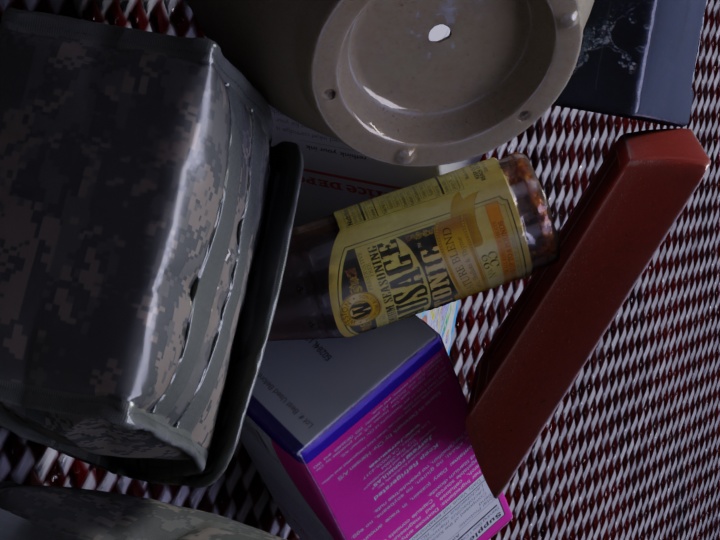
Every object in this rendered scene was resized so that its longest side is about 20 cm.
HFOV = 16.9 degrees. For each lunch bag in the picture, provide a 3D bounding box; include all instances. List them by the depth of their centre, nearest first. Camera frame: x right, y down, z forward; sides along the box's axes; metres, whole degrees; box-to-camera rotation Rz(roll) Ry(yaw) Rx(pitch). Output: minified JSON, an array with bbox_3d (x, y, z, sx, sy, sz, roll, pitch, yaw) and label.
[{"bbox_3d":[-0.097,0.000,1.056,0.200,0.117,0.165,49,54,-72],"label":"lunch bag"},{"bbox_3d":[-0.084,0.166,1.120,0.118,0.163,0.200,-70,157,-13],"label":"lunch bag"}]

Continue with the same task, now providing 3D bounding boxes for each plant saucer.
[{"bbox_3d":[0.113,0.009,1.284,0.200,0.037,0.200,-58,180,10],"label":"plant saucer"}]

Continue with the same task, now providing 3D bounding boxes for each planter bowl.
[{"bbox_3d":[0.020,-0.131,1.044,0.135,0.199,0.201,-109,-173,-47],"label":"planter bowl"}]

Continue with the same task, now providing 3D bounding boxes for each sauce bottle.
[{"bbox_3d":[0.000,0.000,1.223,0.066,0.199,0.066,159,-90,-89],"label":"sauce bottle"}]

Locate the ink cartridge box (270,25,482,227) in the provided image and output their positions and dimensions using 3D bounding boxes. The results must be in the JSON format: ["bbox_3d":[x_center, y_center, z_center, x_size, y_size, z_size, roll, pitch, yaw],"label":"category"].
[{"bbox_3d":[-0.001,-0.096,1.261,0.200,0.115,0.068,79,31,-46],"label":"ink cartridge box"}]

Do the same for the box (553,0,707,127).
[{"bbox_3d":[0.091,-0.193,1.328,0.117,0.199,0.198,-2,102,-68],"label":"box"}]

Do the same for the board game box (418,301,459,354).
[{"bbox_3d":[0.020,0.036,1.494,0.134,0.034,0.201,5,96,-69],"label":"board game box"}]

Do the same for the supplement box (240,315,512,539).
[{"bbox_3d":[-0.001,0.091,1.324,0.103,0.101,0.200,-39,145,-13],"label":"supplement box"}]
